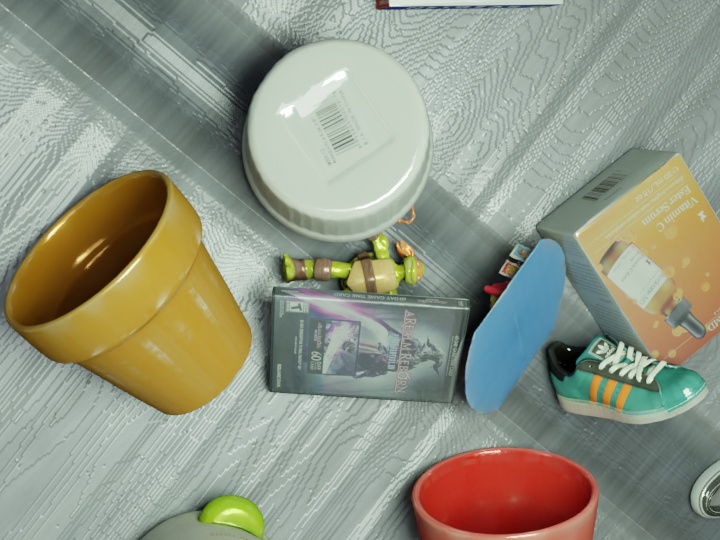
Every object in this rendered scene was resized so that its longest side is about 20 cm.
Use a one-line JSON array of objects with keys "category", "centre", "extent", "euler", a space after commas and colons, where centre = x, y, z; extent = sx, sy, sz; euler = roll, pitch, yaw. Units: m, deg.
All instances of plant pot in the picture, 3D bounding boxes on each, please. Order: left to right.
[{"category": "plant pot", "centre": [-0.208, 0.037, 1.186], "extent": [0.200, 0.200, 0.183], "euler": [-43, 122, -6]}, {"category": "plant pot", "centre": [0.161, 0.315, 1.327], "extent": [0.199, 0.200, 0.178], "euler": [-10, 108, -14]}]

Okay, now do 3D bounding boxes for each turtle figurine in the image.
[{"category": "turtle figurine", "centre": [0.000, 0.000, 1.295], "extent": [0.160, 0.064, 0.201], "euler": [-9, 99, -8]}]

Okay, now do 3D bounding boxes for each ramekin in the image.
[{"category": "ramekin", "centre": [-0.022, -0.133, 1.222], "extent": [0.199, 0.098, 0.202], "euler": [0, 85, -2]}]

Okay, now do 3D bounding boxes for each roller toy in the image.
[{"category": "roller toy", "centre": [-0.155, 0.355, 1.258], "extent": [0.182, 0.140, 0.201], "euler": [-25, 104, -11]}]

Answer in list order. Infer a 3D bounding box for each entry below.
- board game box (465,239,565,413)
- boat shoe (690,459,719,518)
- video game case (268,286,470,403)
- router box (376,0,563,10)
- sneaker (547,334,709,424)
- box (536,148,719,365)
[{"category": "board game box", "centre": [0.154, 0.056, 1.322], "extent": [0.200, 0.039, 0.158], "euler": [-52, 148, -23]}, {"category": "boat shoe", "centre": [0.497, 0.254, 1.470], "extent": [0.199, 0.066, 0.070], "euler": [-14, 101, -14]}, {"category": "video game case", "centre": [0.006, 0.079, 1.268], "extent": [0.199, 0.019, 0.143], "euler": [4, 132, -1]}, {"category": "router box", "centre": [0.113, -0.368, 1.285], "extent": [0.199, 0.049, 0.181], "euler": [-4, 99, -16]}, {"category": "sneaker", "centre": [0.279, 0.113, 1.323], "extent": [0.071, 0.199, 0.080], "euler": [-38, 110, -34]}, {"category": "box", "centre": [0.322, -0.011, 1.363], "extent": [0.152, 0.106, 0.200], "euler": [-38, 105, -8]}]
